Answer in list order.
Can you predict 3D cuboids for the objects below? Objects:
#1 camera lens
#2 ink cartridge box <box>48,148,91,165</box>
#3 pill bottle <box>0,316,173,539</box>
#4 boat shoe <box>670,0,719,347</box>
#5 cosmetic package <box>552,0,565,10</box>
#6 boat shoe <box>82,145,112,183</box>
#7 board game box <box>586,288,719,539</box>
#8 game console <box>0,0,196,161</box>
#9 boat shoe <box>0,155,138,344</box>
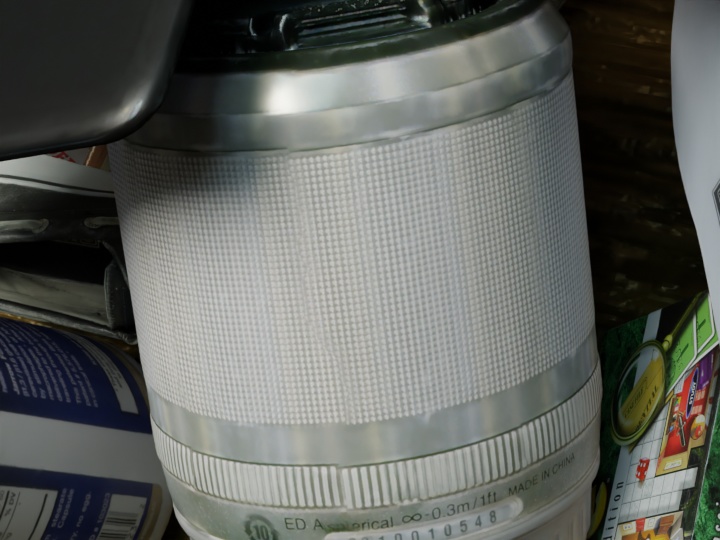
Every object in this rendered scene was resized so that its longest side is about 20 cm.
[{"bbox_3d":[0.000,0.000,0.705,0.159,0.160,0.202,0,108,24],"label":"camera lens"},{"bbox_3d":[-0.181,-0.062,0.886,0.199,0.115,0.068,-27,60,11],"label":"ink cartridge box"},{"bbox_3d":[-0.165,0.068,0.761,0.110,0.200,0.112,-6,78,28],"label":"pill bottle"},{"bbox_3d":[0.149,-0.034,0.673,0.066,0.070,0.202,2,60,-13],"label":"boat shoe"},{"bbox_3d":[0.023,-0.183,0.877,0.083,0.050,0.200,-50,56,22],"label":"cosmetic package"},{"bbox_3d":[-0.055,-0.102,0.863,0.200,0.075,0.074,-53,47,14],"label":"boat shoe"},{"bbox_3d":[0.095,0.107,0.706,0.023,0.105,0.202,19,71,-13],"label":"board game box"},{"bbox_3d":[-0.099,-0.089,0.685,0.199,0.175,0.118,-6,90,33],"label":"game console"},{"bbox_3d":[-0.079,0.003,0.817,0.198,0.071,0.064,7,40,13],"label":"boat shoe"}]
